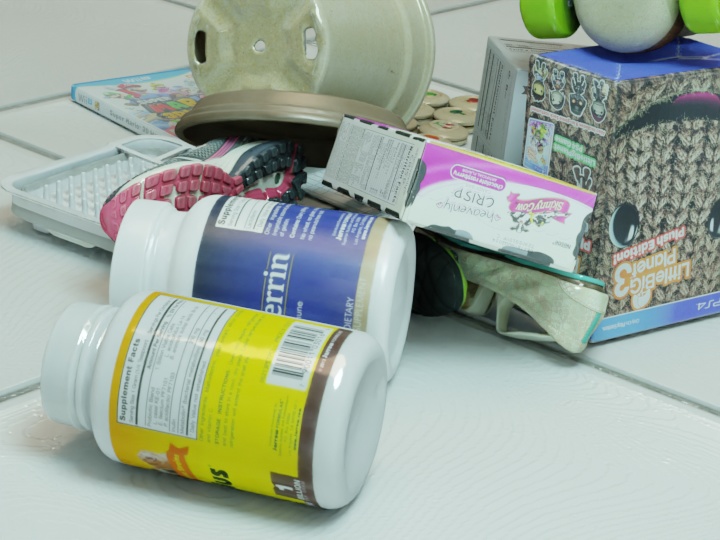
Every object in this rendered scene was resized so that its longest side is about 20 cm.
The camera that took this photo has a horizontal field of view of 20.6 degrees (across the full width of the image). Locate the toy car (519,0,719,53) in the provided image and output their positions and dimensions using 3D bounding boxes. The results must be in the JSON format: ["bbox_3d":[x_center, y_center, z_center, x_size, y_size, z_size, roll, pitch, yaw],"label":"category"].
[{"bbox_3d":[0.240,-0.243,1.520,0.163,0.159,0.199,3,5,35],"label":"toy car"}]

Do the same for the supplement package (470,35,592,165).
[{"bbox_3d":[0.200,-0.097,1.642,0.198,0.157,0.111,4,19,-11],"label":"supplement package"}]

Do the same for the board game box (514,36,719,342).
[{"bbox_3d":[0.210,-0.065,1.511,0.158,0.202,0.097,-12,24,-35],"label":"board game box"}]

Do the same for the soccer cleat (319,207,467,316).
[{"bbox_3d":[0.000,0.000,1.504,0.081,0.068,0.199,-23,27,-33],"label":"soccer cleat"}]

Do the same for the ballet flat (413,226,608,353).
[{"bbox_3d":[0.101,0.012,1.482,0.067,0.063,0.199,15,5,-40],"label":"ballet flat"}]

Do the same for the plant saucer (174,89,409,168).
[{"bbox_3d":[-0.050,-0.113,1.596,0.198,0.030,0.200,4,-8,1],"label":"plant saucer"}]

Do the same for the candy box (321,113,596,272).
[{"bbox_3d":[0.066,-0.059,1.431,0.135,0.061,0.200,16,5,-20],"label":"candy box"}]

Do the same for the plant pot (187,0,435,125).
[{"bbox_3d":[-0.056,-0.197,1.743,0.199,0.202,0.183,12,9,19],"label":"plant pot"}]

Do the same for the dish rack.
[{"bbox_3d":[-0.178,-0.057,1.629,0.171,0.044,0.199,19,26,32],"label":"dish rack"}]

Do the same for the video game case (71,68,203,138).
[{"bbox_3d":[-0.169,-0.156,1.919,0.142,0.018,0.199,-13,27,-37],"label":"video game case"}]

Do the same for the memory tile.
[{"bbox_3d":[0.042,-0.151,1.955,0.152,0.017,0.200,11,22,17],"label":"memory tile"}]

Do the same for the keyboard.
[{"bbox_3d":[0.024,-0.054,1.708,0.199,0.011,0.056,23,28,40],"label":"keyboard"}]

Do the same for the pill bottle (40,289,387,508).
[{"bbox_3d":[-0.091,0.075,1.216,0.198,0.110,0.109,11,22,16],"label":"pill bottle"}]

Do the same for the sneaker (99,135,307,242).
[{"bbox_3d":[-0.126,-0.054,1.511,0.074,0.081,0.199,13,20,34],"label":"sneaker"}]

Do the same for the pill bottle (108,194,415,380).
[{"bbox_3d":[-0.067,0.010,1.380,0.198,0.117,0.116,8,21,10],"label":"pill bottle"}]
